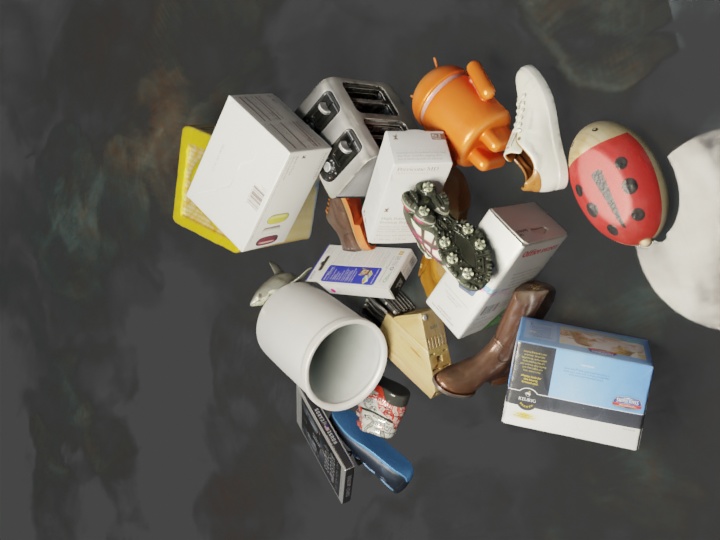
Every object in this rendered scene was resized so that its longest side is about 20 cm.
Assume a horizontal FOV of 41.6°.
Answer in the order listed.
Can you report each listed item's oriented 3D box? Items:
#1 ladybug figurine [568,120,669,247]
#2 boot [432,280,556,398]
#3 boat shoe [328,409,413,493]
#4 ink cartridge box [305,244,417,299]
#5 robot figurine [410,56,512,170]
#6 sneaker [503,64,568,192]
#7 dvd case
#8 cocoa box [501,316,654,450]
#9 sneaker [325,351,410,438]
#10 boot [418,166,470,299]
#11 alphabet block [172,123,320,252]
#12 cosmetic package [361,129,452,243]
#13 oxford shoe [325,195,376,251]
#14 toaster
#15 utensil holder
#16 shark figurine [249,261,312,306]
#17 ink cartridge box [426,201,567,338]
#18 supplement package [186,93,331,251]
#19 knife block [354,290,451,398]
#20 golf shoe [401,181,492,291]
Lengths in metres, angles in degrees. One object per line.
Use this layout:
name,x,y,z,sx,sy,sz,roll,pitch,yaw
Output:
ladybug figurine,0.372,-0.125,1.390,0.135,0.071,0.202,-38,74,38
boot,0.215,0.102,1.496,0.064,0.185,0.202,46,127,30
boat shoe,0.007,0.343,1.782,0.200,0.084,0.069,43,126,28
ink cartridge box,0.000,0.000,1.714,0.198,0.095,0.037,6,141,38
robot figurine,0.162,-0.249,1.517,0.200,0.116,0.144,49,169,22
sneaker,0.254,-0.217,1.442,0.073,0.083,0.203,110,149,-74
dvd case,-0.070,0.329,1.815,0.201,0.024,0.151,57,158,31
cocoa box,0.320,0.162,1.403,0.197,0.133,0.133,10,105,11
sneaker,-0.003,0.233,1.778,0.200,0.067,0.109,29,113,30
boot,0.133,-0.061,1.606,0.144,0.070,0.204,122,152,-61
alphabet block,-0.212,-0.163,1.793,0.195,0.199,0.198,23,112,35
cosmetic package,0.071,-0.131,1.523,0.201,0.100,0.075,107,155,-55
oxford shoe,-0.038,-0.121,1.689,0.072,0.071,0.202,-10,111,29
toaster,0.007,-0.218,1.612,0.119,0.198,0.182,-46,61,38
utensil holder,-0.075,0.129,1.689,0.199,0.168,0.173,31,118,50
shark figurine,-0.148,0.026,1.822,0.128,0.214,0.090,-44,74,0
ink cartridge box,0.216,-0.003,1.496,0.088,0.144,0.201,48,125,22
supplement package,-0.169,-0.162,1.560,0.156,0.110,0.201,43,123,21
knife block,0.069,0.126,1.700,0.174,0.064,0.203,-10,92,42
golf shoe,0.132,-0.042,1.439,0.201,0.076,0.089,58,161,26
